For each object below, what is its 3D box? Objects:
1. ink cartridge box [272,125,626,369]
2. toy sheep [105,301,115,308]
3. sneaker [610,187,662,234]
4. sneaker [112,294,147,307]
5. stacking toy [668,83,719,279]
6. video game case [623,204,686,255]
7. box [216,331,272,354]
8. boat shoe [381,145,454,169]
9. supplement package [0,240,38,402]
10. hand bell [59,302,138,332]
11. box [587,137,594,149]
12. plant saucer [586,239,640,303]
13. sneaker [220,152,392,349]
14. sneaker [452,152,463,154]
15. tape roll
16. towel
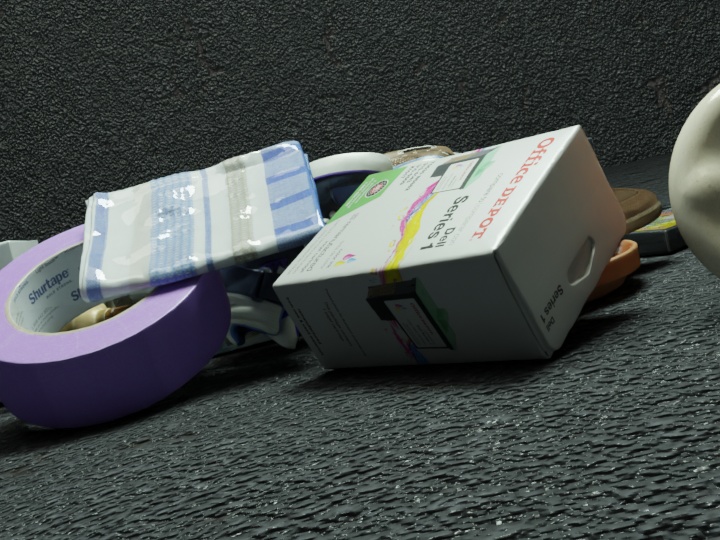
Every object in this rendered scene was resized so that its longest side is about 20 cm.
[{"bbox_3d":[0.060,-0.012,0.644,0.198,0.085,0.145,-8,32,44],"label":"ink cartridge box"},{"bbox_3d":[-0.309,0.031,1.198,0.198,0.140,0.137,3,-7,-44],"label":"toy sheep"},{"bbox_3d":[0.159,-0.054,0.796,0.197,0.077,0.070,-14,5,-5],"label":"sneaker"},{"bbox_3d":[-0.183,-0.001,1.023,0.084,0.076,0.199,-10,6,39],"label":"sneaker"},{"bbox_3d":[0.285,-0.041,0.613,0.144,0.148,0.200,-11,-14,21],"label":"stacking toy"},{"bbox_3d":[0.287,-0.042,0.973,0.179,0.026,0.199,-17,7,-36],"label":"video game case"},{"bbox_3d":[-0.146,0.054,0.984,0.135,0.040,0.200,-15,5,-2],"label":"box"},{"bbox_3d":[0.006,-0.073,0.921,0.197,0.073,0.073,-11,30,17],"label":"boat shoe"},{"bbox_3d":[-0.426,0.065,0.960,0.197,0.154,0.151,-14,4,-9],"label":"supplement package"},{"bbox_3d":[-0.220,0.042,0.857,0.198,0.106,0.104,-14,4,24],"label":"hand bell"},{"bbox_3d":[0.172,-0.084,1.189,0.198,0.125,0.197,-17,8,-34],"label":"box"},{"bbox_3d":[0.129,0.013,0.761,0.197,0.033,0.200,-14,5,1],"label":"plant saucer"},{"bbox_3d":[-0.049,-0.007,0.834,0.198,0.149,0.080,-18,-17,16],"label":"sneaker"},{"bbox_3d":[0.084,-0.091,1.059,0.098,0.076,0.200,2,0,-19],"label":"sneaker"},{"bbox_3d":[-0.208,0.033,0.754,0.197,0.066,0.201,-10,33,7],"label":"tape roll"},{"bbox_3d":[-0.131,-0.044,0.756,0.197,0.024,0.148,-15,36,-1],"label":"towel"}]
